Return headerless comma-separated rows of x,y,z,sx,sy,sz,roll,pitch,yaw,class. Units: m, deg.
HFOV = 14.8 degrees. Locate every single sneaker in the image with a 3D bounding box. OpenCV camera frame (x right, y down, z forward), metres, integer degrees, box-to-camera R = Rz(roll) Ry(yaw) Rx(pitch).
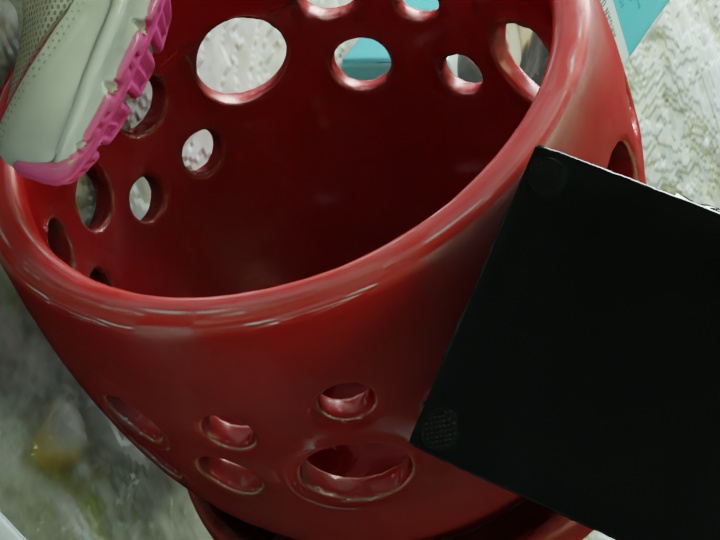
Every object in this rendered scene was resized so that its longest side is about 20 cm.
-0.094,-0.124,0.824,0.081,0.088,0.200,114,-18,-76,sneaker

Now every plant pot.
0.000,0.000,0.895,0.201,0.200,0.183,-62,144,-34,plant pot

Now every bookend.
0.152,0.059,0.790,0.200,0.199,0.092,25,88,-61,bookend

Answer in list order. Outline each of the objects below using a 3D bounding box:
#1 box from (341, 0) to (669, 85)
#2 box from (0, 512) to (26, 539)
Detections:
0.069,-0.106,1.123,0.200,0.049,0.082,-54,133,-41,box
-0.158,0.123,0.604,0.200,0.097,0.177,-65,152,-22,box
